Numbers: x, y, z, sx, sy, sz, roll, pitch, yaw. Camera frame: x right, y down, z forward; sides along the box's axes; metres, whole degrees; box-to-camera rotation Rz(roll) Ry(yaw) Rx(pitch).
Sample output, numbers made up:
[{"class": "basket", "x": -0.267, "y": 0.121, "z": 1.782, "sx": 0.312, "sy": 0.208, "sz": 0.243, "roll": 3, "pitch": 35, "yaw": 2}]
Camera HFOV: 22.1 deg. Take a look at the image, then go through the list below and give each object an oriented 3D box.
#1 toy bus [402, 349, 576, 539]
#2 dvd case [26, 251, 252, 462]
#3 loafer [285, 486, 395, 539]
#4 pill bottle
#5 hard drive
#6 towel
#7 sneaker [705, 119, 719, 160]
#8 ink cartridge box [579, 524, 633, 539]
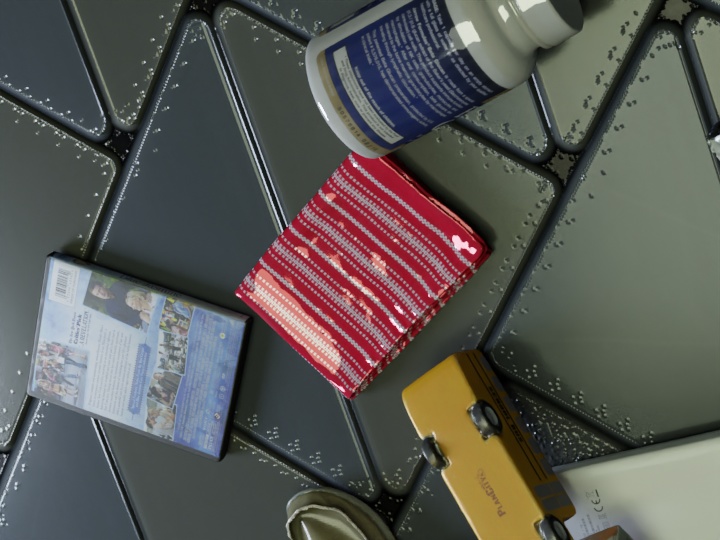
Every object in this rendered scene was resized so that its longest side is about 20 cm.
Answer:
[{"class": "toy bus", "x": 0.112, "y": 0.166, "z": 1.505, "sx": 0.065, "sy": 0.078, "sz": 0.200, "roll": -37, "pitch": 75, "yaw": 23}, {"class": "dvd case", "x": -0.201, "y": 0.077, "z": 1.657, "sx": 0.200, "sy": 0.018, "sz": 0.143, "roll": 18, "pitch": 113, "yaw": 13}, {"class": "loafer", "x": 0.006, "y": 0.275, "z": 1.615, "sx": 0.075, "sy": 0.070, "sz": 0.200, "roll": -41, "pitch": 90, "yaw": 26}, {"class": "pill bottle", "x": 0.066, "y": -0.175, "z": 1.425, "sx": 0.200, "sy": 0.111, "sz": 0.111, "roll": -26, "pitch": 97, "yaw": 26}, {"class": "hard drive", "x": 0.246, "y": 0.210, "z": 1.529, "sx": 0.200, "sy": 0.026, "sz": 0.132, "roll": -16, "pitch": 101, "yaw": 24}, {"class": "towel", "x": 0.000, "y": 0.000, "z": 1.556, "sx": 0.145, "sy": 0.022, "sz": 0.200, "roll": 43, "pitch": 116, "yaw": 4}, {"class": "sneaker", "x": 0.362, "y": -0.110, "z": 1.366, "sx": 0.200, "sy": 0.077, "sz": 0.085, "roll": -23, "pitch": 108, "yaw": 32}, {"class": "ink cartridge box", "x": 0.190, "y": 0.308, "z": 1.558, "sx": 0.162, "sy": 0.050, "sz": 0.200, "roll": 45, "pitch": 134, "yaw": -19}]
